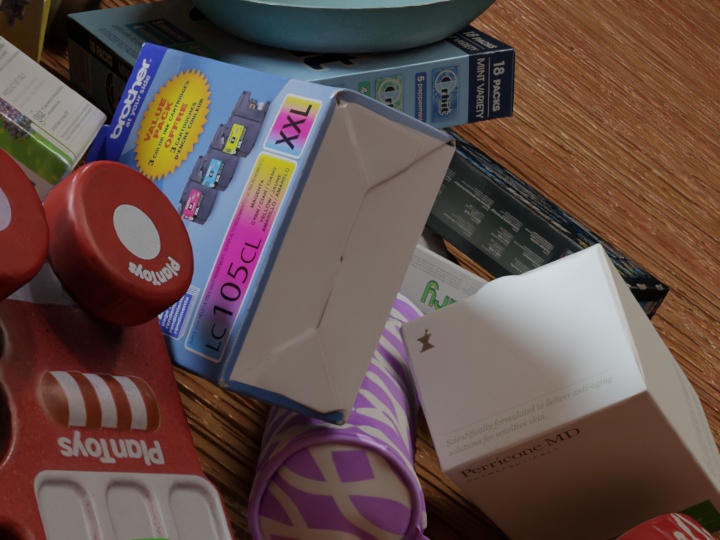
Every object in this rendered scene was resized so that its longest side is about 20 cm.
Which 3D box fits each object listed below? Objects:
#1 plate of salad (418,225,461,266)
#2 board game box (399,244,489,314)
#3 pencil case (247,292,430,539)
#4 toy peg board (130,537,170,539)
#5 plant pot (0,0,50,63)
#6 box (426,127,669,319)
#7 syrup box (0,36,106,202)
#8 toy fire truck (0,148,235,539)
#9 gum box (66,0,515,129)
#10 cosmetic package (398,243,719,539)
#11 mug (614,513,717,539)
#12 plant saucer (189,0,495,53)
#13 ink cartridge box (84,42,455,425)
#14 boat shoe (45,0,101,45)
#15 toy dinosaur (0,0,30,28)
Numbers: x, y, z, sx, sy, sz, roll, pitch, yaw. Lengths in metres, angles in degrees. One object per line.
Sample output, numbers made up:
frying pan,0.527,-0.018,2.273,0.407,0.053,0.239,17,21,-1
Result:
plate of salad,-0.025,-0.047,1.262,0.200,0.048,0.200,34,9,-6
board game box,0.000,0.000,1.152,0.200,0.035,0.126,27,-10,-29
pencil case,-0.002,0.074,1.006,0.085,0.084,0.200,19,23,-5
toy peg board,-0.017,0.183,0.739,0.199,0.098,0.200,8,37,-54
plant pot,-0.225,-0.218,1.123,0.141,0.201,0.200,9,27,-8
box,0.086,-0.030,1.281,0.200,0.046,0.159,37,9,13
syrup box,-0.224,-0.090,0.976,0.200,0.079,0.081,37,21,-8
toy fire truck,-0.137,0.050,0.817,0.200,0.112,0.169,9,55,-52
gum box,-0.042,-0.115,1.191,0.199,0.045,0.170,-12,27,-25
cosmetic package,0.108,0.078,1.049,0.200,0.107,0.085,45,26,-57
mug,0.175,0.232,0.983,0.133,0.178,0.200,-26,56,-28
plant saucer,-0.011,-0.159,1.192,0.199,0.036,0.200,1,23,0
ink cartridge box,-0.064,-0.023,0.967,0.076,0.137,0.200,24,-3,-35
boat shoe,-0.181,-0.206,1.314,0.076,0.072,0.200,25,22,-5
toy dinosaur,-0.198,-0.155,0.930,0.200,0.086,0.135,45,28,28
